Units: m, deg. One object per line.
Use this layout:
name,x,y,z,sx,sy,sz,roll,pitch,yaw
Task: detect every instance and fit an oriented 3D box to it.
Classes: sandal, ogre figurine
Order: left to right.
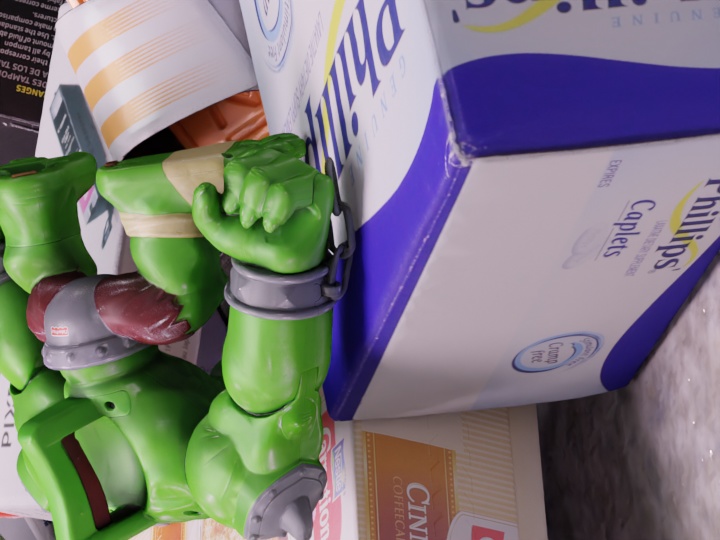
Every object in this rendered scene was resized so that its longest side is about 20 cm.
ogre figurine,-0.071,0.023,0.888,0.199,0.098,0.120,-4,100,31
sandal,-0.047,-0.049,0.964,0.079,0.059,0.207,-36,88,37

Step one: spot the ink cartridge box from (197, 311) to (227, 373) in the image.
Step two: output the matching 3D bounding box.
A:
ink cartridge box,-0.063,0.124,1.200,0.200,0.083,0.147,61,163,10

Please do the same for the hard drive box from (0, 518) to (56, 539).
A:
hard drive box,-0.210,0.057,1.307,0.200,0.077,0.156,59,-176,-1

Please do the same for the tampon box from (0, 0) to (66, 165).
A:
tampon box,-0.130,-0.133,1.277,0.150,0.126,0.201,136,148,-71

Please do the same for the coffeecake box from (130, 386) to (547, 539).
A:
coffeecake box,-0.014,0.119,0.962,0.200,0.073,0.154,-50,33,46

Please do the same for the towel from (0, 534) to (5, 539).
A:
towel,-0.106,0.176,1.147,0.149,0.031,0.200,54,170,-34

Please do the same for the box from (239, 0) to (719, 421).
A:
box,0.036,-0.082,0.854,0.184,0.105,0.201,113,147,-62

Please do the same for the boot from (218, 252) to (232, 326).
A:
boot,-0.042,-0.058,1.245,0.200,0.069,0.175,-133,45,-59

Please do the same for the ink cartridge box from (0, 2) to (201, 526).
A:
ink cartridge box,-0.113,-0.004,1.084,0.173,0.043,0.201,-8,72,58
